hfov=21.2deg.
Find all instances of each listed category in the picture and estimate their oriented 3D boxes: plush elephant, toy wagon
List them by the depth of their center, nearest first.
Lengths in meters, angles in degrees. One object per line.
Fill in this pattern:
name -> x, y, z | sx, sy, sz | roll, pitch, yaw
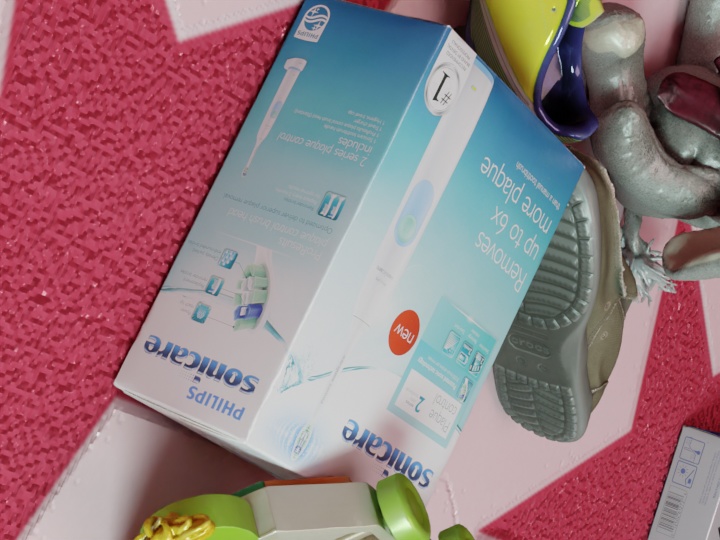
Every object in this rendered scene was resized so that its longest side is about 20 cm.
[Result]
toy wagon -> -0.040, 0.133, 0.840 | 0.155, 0.040, 0.200 | -26, 145, 12
plush elephant -> 0.214, -0.058, 1.056 | 0.165, 0.155, 0.200 | -15, 116, -47

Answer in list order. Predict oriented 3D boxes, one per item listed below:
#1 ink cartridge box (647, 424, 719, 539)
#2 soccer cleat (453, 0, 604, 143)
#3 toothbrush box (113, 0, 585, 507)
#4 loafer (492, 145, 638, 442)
ink cartridge box -> 0.221, 0.206, 1.268 | 0.094, 0.044, 0.200 | 16, 93, -51
soccer cleat -> 0.084, -0.153, 0.914 | 0.065, 0.084, 0.200 | -31, 127, -40
toothbrush box -> 0.000, 0.000, 0.874 | 0.146, 0.085, 0.200 | 39, 75, -51
loafer -> 0.105, 0.004, 1.016 | 0.070, 0.075, 0.200 | -50, 153, -34
